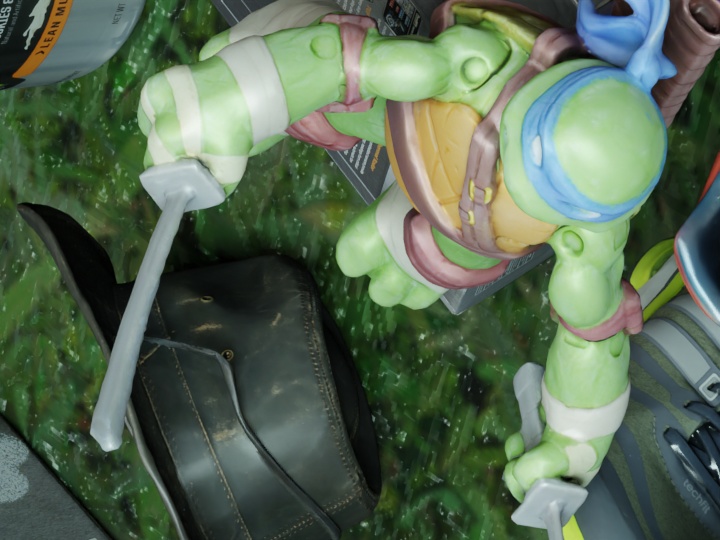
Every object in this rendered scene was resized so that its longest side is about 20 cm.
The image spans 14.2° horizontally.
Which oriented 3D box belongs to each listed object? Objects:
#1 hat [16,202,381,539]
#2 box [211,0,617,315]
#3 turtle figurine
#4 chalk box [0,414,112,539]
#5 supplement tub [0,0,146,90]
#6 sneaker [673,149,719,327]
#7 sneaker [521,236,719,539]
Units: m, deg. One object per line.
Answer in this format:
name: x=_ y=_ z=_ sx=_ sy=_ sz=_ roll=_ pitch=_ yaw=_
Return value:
hat: x=-0.040 y=0.042 z=1.015 sx=0.081 sy=0.201 sz=0.201 roll=-29 pitch=72 yaw=1
box: x=0.017 y=-0.097 z=0.864 sx=0.159 sy=0.048 sz=0.200 roll=52 pitch=158 yaw=15
turtle figurine: x=0.000 y=0.000 z=0.737 sx=0.194 sy=0.143 sz=0.201 roll=-147 pitch=69 yaw=-75
chalk box: x=-0.154 y=0.165 z=1.125 sx=0.200 sy=0.124 sz=0.124 roll=45 pitch=125 yaw=32
supplement tub: x=-0.181 y=-0.121 z=1.051 sx=0.122 sy=0.199 sz=0.124 roll=10 pitch=104 yaw=43
sneaker: x=0.152 y=-0.037 z=0.686 sx=0.075 sy=0.084 sz=0.200 roll=55 pitch=137 yaw=4
sneaker: x=0.105 y=0.035 z=0.820 sx=0.081 sy=0.200 sz=0.074 roll=-24 pitch=109 yaw=31
